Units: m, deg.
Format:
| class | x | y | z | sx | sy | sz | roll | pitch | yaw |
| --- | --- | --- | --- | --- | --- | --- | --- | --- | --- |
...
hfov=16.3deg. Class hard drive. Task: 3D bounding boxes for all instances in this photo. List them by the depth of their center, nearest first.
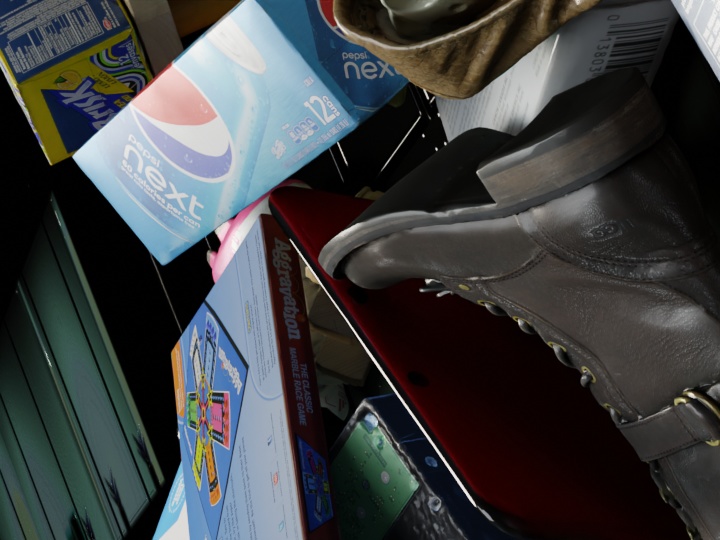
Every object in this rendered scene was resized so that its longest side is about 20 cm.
| class | x | y | z | sx | sy | sz | roll | pitch | yaw |
| --- | --- | --- | --- | --- | --- | --- | --- | --- | --- |
| hard drive | 0.036 | 0.166 | 1.019 | 0.200 | 0.038 | 0.140 | 52 | 129 | 28 |

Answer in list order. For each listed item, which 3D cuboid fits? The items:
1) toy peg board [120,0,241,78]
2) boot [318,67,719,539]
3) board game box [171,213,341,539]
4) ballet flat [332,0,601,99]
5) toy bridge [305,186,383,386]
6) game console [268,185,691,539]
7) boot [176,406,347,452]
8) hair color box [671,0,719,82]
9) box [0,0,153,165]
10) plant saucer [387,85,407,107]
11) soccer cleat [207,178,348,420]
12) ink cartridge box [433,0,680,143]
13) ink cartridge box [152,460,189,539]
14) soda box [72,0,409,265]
| class | x | y | z | sx | sy | sz | roll | pitch | yaw |
| --- | --- | --- | --- | --- | --- | --- | --- | --- | --- |
| toy peg board | -0.099 | -0.194 | 1.245 | 0.200 | 0.098 | 0.199 | 61 | 174 | 28 |
| boot | 0.084 | 0.030 | 0.877 | 0.174 | 0.069 | 0.200 | 55 | 149 | -9 |
| board game box | -0.046 | 0.082 | 1.077 | 0.103 | 0.019 | 0.200 | -54 | 33 | 39 |
| ballet flat | 0.058 | -0.116 | 0.787 | 0.200 | 0.072 | 0.068 | -32 | 56 | 48 |
| toy bridge | 0.000 | 0.000 | 1.154 | 0.200 | 0.027 | 0.067 | 88 | -157 | -76 |
| game console | 0.053 | 0.072 | 0.997 | 0.200 | 0.119 | 0.172 | 55 | 154 | 40 |
| boot | -0.009 | 0.094 | 1.158 | 0.158 | 0.079 | 0.211 | 49 | 162 | 7 |
| hair color box | 0.118 | -0.125 | 0.676 | 0.061 | 0.100 | 0.200 | 107 | 141 | -60 |
| box | -0.167 | -0.152 | 1.231 | 0.200 | 0.064 | 0.070 | 61 | 173 | 33 |
| plant saucer | -0.021 | -0.197 | 1.009 | 0.200 | 0.048 | 0.200 | 99 | 157 | -53 |
| soccer cleat | -0.032 | 0.030 | 1.284 | 0.086 | 0.070 | 0.200 | 45 | 154 | 20 |
| ink cartridge box | 0.055 | -0.128 | 0.948 | 0.163 | 0.057 | 0.200 | 103 | 158 | -56 |
| ink cartridge box | -0.060 | 0.169 | 1.381 | 0.200 | 0.067 | 0.116 | -2 | 67 | 70 |
| soda box | -0.041 | -0.069 | 0.996 | 0.064 | 0.068 | 0.200 | 50 | 151 | -5 |
